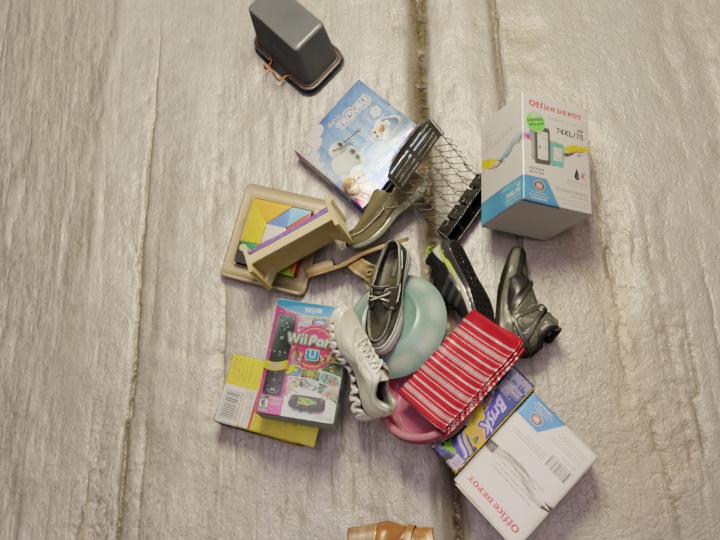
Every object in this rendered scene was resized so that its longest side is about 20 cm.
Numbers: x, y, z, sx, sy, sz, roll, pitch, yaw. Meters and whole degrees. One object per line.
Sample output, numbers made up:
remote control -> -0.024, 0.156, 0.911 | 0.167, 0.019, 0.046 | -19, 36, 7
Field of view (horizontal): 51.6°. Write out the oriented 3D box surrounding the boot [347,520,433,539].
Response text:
boot -> 0.055, 0.522, 1.228 | 0.150, 0.077, 0.205 | -2, 65, 4

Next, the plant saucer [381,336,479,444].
plant saucer -> 0.125, 0.210, 1.280 | 0.197, 0.051, 0.204 | -23, 40, 20

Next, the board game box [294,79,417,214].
board game box -> 0.003, -0.247, 1.485 | 0.198, 0.043, 0.201 | 40, 83, 19

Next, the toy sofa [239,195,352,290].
toy sofa -> -0.121, -0.061, 1.374 | 0.196, 0.083, 0.099 | -28, 59, 8

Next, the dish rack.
dish rack -> 0.147, -0.169, 1.375 | 0.155, 0.200, 0.054 | -53, 29, -10

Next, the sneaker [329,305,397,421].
sneaker -> 0.008, 0.153, 1.252 | 0.080, 0.074, 0.205 | -11, 101, 46

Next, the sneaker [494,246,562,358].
sneaker -> 0.299, 0.060, 1.327 | 0.111, 0.077, 0.205 | 8, 69, 0

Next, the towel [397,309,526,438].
towel -> 0.165, 0.164, 1.234 | 0.200, 0.023, 0.144 | -46, 37, -7

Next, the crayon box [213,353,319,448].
crayon box -> -0.155, 0.239, 1.354 | 0.195, 0.051, 0.130 | 13, 74, 14

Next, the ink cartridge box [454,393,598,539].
ink cartridge box -> 0.270, 0.333, 1.237 | 0.200, 0.084, 0.145 | -44, 71, -6

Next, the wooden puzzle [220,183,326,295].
wooden puzzle -> -0.169, -0.066, 1.460 | 0.180, 0.037, 0.205 | 13, 75, 13

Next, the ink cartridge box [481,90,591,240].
ink cartridge box -> 0.311, -0.184, 1.336 | 0.143, 0.146, 0.206 | 9, 71, -19

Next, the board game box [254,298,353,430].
board game box -> -0.094, 0.164, 1.309 | 0.143, 0.065, 0.205 | 6, 69, 10

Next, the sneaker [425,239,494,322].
sneaker -> 0.178, 0.042, 1.367 | 0.082, 0.071, 0.204 | -32, 71, 34

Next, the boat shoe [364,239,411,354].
boat shoe -> 0.039, 0.042, 1.306 | 0.070, 0.071, 0.205 | 0, 68, 25

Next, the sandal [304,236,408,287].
sandal -> 0.001, 0.000, 1.404 | 0.206, 0.078, 0.072 | -16, 91, 6

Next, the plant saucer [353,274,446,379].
plant saucer -> 0.057, 0.092, 1.340 | 0.196, 0.039, 0.206 | -12, 59, 21

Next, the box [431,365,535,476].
box -> 0.210, 0.256, 1.278 | 0.200, 0.070, 0.064 | -45, 70, -6

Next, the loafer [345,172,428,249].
loafer -> 0.038, -0.122, 1.411 | 0.200, 0.075, 0.070 | -44, 108, -6

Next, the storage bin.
storage bin -> -0.148, -0.479, 1.535 | 0.146, 0.135, 0.200 | -44, 70, -7
